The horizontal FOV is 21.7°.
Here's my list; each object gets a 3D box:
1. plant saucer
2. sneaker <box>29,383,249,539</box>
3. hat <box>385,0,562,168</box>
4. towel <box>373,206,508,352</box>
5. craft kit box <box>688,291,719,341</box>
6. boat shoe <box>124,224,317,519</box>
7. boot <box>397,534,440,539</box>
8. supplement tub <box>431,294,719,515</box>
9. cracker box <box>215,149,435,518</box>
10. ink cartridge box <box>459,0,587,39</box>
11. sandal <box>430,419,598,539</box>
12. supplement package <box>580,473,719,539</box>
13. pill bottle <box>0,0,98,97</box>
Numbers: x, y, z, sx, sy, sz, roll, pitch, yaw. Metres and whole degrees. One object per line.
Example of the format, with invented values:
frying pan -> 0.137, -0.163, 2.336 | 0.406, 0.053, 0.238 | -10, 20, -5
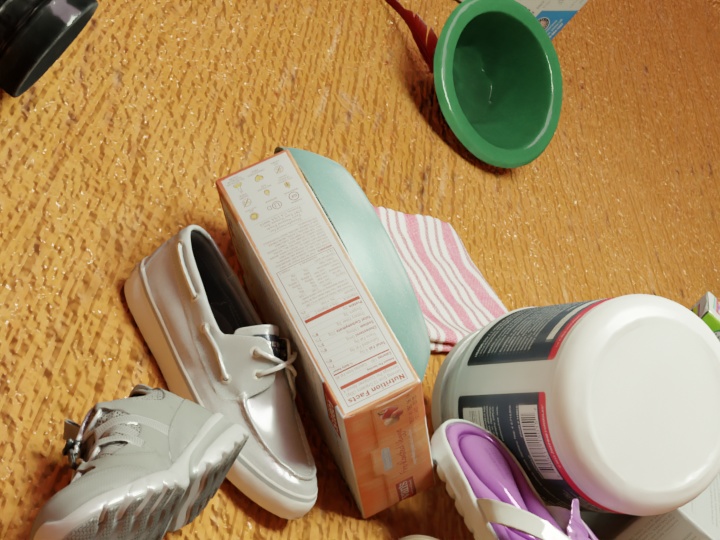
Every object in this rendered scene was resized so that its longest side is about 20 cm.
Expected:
plant saucer -> 0.000, 0.000, 1.282 | 0.201, 0.036, 0.200 | 62, -8, 16
sneaker -> -0.133, 0.112, 0.994 | 0.082, 0.075, 0.200 | 32, 15, 9
hat -> 0.092, -0.185, 1.912 | 0.165, 0.175, 0.201 | 33, 63, -28
towel -> 0.057, 0.006, 1.517 | 0.199, 0.030, 0.147 | 11, 41, -53
craft kit box -> 0.259, 0.151, 1.395 | 0.200, 0.198, 0.049 | 42, 24, -7
boat shoe -> -0.074, 0.058, 1.159 | 0.072, 0.069, 0.201 | 15, 36, -49
boot -> 0.102, 0.251, 1.132 | 0.199, 0.074, 0.155 | 18, 32, -26
supplement tub -> 0.146, 0.092, 1.271 | 0.140, 0.141, 0.200 | 36, -18, -18
cracker box -> -0.022, 0.040, 1.207 | 0.134, 0.057, 0.201 | 80, -16, -56
ink cartridge box -> 0.171, -0.389, 2.220 | 0.199, 0.147, 0.145 | 27, 29, -35
sandal -> 0.111, 0.157, 1.158 | 0.082, 0.050, 0.203 | -2, 40, -46
supplement package -> 0.244, 0.229, 1.337 | 0.200, 0.120, 0.121 | 41, 22, -9
pill bottle -> -0.272, -0.211, 1.226 | 0.200, 0.112, 0.112 | 42, 23, -5
